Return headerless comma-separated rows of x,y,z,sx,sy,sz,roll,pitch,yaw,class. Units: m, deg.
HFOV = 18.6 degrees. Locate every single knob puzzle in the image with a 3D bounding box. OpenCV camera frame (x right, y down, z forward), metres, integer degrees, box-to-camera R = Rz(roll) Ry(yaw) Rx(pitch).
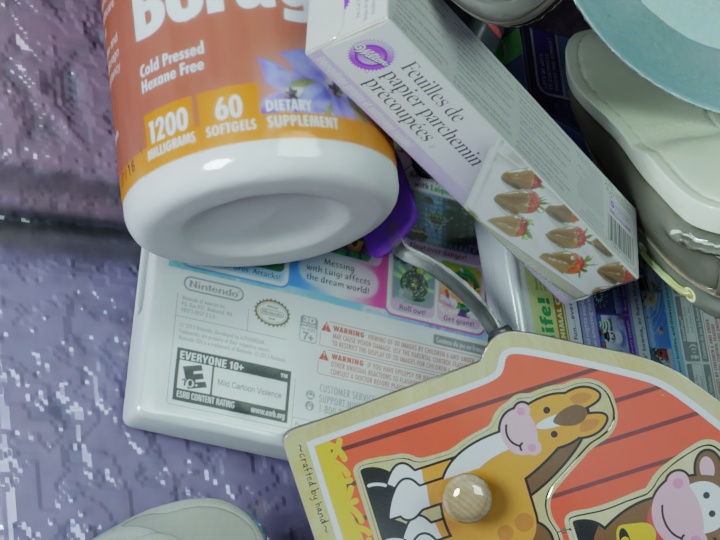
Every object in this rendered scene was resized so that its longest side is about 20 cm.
0.089,0.120,0.891,0.218,0.030,0.221,0,92,2,knob puzzle

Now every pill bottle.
-0.051,-0.112,0.904,0.112,0.112,0.201,5,67,-34,pill bottle

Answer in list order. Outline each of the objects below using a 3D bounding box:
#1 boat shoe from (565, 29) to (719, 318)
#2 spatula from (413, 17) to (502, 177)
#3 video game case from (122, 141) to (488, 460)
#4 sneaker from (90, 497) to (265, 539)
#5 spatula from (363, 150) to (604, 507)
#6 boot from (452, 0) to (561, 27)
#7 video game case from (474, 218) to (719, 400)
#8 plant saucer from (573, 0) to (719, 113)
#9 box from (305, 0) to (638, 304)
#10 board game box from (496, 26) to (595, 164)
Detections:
0.138,-0.051,1.002,0.072,0.061,0.202,-6,31,-10,boat shoe
0.060,-0.128,1.007,0.057,0.020,0.201,44,55,-38,spatula
0.000,0.000,0.965,0.199,0.024,0.183,14,64,-22,video game case
-0.099,0.142,0.810,0.200,0.081,0.077,-31,88,-42,sneaker
0.045,0.015,0.925,0.021,0.057,0.200,-32,82,-29,spatula
0.040,-0.165,0.912,0.200,0.073,0.151,55,7,23,boot
0.136,0.073,0.996,0.181,0.022,0.201,3,73,-41,video game case
0.176,-0.162,1.002,0.200,0.039,0.202,1,80,-8,plant saucer
0.050,-0.054,0.887,0.200,0.039,0.042,41,40,-43,box
0.131,-0.013,1.079,0.135,0.034,0.201,10,64,-32,board game box
